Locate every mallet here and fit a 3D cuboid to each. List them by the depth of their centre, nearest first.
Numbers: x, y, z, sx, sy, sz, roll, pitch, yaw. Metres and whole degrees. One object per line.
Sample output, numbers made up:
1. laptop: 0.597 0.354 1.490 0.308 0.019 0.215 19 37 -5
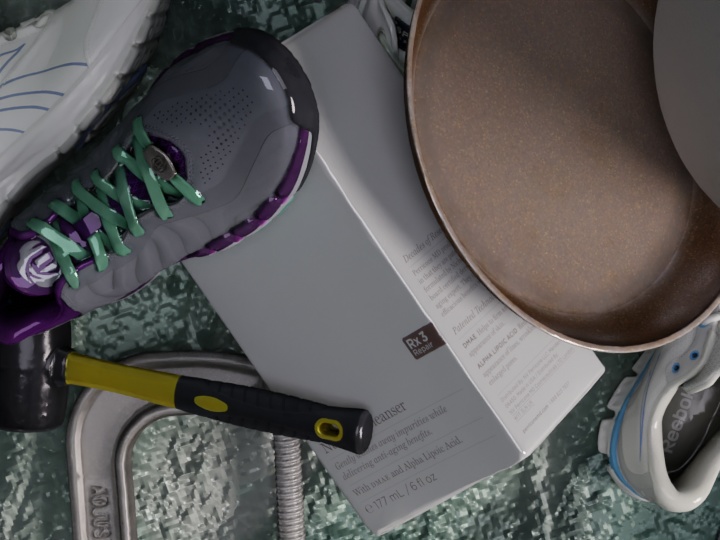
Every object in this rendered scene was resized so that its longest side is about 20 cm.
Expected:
1. mallet: -0.088 0.063 0.829 0.198 0.041 0.067 18 105 23

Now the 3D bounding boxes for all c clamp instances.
1. c clamp: -0.057 0.114 0.887 0.169 0.027 0.202 2 99 -5

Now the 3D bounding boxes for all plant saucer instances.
1. plant saucer: 0.093 -0.062 0.803 0.199 0.032 0.202 9 74 -32

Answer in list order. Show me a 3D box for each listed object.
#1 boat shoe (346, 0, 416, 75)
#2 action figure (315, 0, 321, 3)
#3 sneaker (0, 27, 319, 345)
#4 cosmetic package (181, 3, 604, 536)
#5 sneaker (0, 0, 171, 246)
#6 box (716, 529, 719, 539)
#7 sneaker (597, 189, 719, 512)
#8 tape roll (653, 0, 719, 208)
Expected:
1. boat shoe: 0.023 -0.110 0.837 0.073 0.067 0.202 9 98 -6
2. action figure: -0.019 -0.186 0.778 0.199 0.102 0.119 -33 93 28
3. sneaker: -0.093 -0.021 0.753 0.075 0.087 0.200 51 136 0
4. cosmetic package: 0.000 0.000 0.811 0.201 0.081 0.113 53 134 -3
5. sneaker: -0.162 -0.074 0.828 0.087 0.075 0.200 43 93 -4
6. box: 0.262 0.084 0.901 0.136 0.040 0.202 15 98 -6
7. sneaker: 0.174 0.022 0.862 0.074 0.087 0.202 16 96 -5
8. tape roll: 0.234 -0.088 0.752 0.200 0.139 0.205 -2 103 -9
